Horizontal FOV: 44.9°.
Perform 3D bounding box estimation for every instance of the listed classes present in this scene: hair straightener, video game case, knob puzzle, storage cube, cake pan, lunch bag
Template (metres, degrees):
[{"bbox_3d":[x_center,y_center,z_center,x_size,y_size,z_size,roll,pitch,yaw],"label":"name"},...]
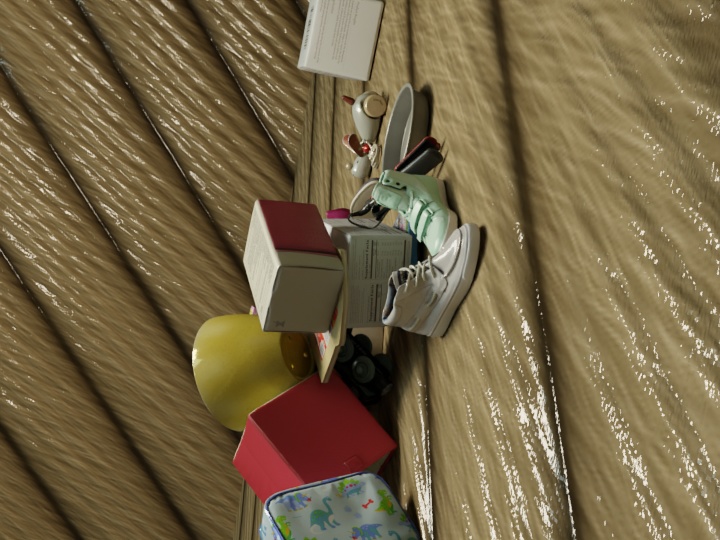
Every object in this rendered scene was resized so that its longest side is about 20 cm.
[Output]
[{"bbox_3d":[0.055,-0.133,1.424,0.200,0.041,0.077,-37,33,22],"label":"hair straightener"},{"bbox_3d":[0.064,-0.019,1.559,0.200,0.018,0.143,116,161,-55],"label":"video game case"},{"bbox_3d":[-0.044,0.049,1.410,0.220,0.030,0.220,-177,90,-70],"label":"knob puzzle"},{"bbox_3d":[-0.079,0.299,1.416,0.180,0.200,0.171,48,143,21],"label":"storage cube"},{"bbox_3d":[0.082,-0.240,1.599,0.200,0.037,0.201,-171,90,-79],"label":"cake pan"},{"bbox_3d":[-0.032,0.365,1.210,0.161,0.200,0.083,49,135,43],"label":"lunch bag"}]

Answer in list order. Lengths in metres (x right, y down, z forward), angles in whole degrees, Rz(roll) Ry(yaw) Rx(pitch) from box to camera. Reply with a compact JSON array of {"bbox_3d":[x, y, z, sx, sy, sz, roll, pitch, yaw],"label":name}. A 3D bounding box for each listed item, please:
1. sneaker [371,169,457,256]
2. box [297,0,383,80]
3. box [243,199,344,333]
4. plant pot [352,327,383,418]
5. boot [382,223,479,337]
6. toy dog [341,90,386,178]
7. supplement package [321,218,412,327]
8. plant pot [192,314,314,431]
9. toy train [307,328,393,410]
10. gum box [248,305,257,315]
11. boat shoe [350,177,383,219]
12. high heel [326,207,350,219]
[{"bbox_3d":[0.074,-0.082,1.304,0.201,0.118,0.074,-100,24,-55],"label":"sneaker"},{"bbox_3d":[-0.055,-0.598,2.230,0.200,0.171,0.199,-126,47,-75],"label":"box"},{"bbox_3d":[-0.112,-0.009,1.401,0.200,0.109,0.128,-115,35,-51],"label":"box"},{"bbox_3d":[-0.071,0.193,1.650,0.200,0.177,0.200,121,156,-63],"label":"plant pot"},{"bbox_3d":[0.091,0.013,1.195,0.074,0.095,0.200,-94,18,-50],"label":"boot"},{"bbox_3d":[-0.007,-0.315,1.951,0.132,0.096,0.200,148,130,-76],"label":"toy dog"},{"bbox_3d":[0.000,0.000,1.506,0.200,0.111,0.156,-147,58,-69],"label":"supplement package"},{"bbox_3d":[-0.162,0.156,1.464,0.142,0.200,0.200,-18,51,26],"label":"plant pot"},{"bbox_3d":[-0.032,0.160,1.508,0.200,0.085,0.114,43,112,25],"label":"toy train"},{"bbox_3d":[-0.195,0.133,1.698,0.200,0.066,0.114,170,116,-82],"label":"gum box"},{"bbox_3d":[0.011,-0.135,1.780,0.200,0.072,0.063,108,164,-56],"label":"boat shoe"},{"bbox_3d":[-0.050,-0.069,1.961,0.200,0.096,0.068,111,164,-45],"label":"high heel"}]
